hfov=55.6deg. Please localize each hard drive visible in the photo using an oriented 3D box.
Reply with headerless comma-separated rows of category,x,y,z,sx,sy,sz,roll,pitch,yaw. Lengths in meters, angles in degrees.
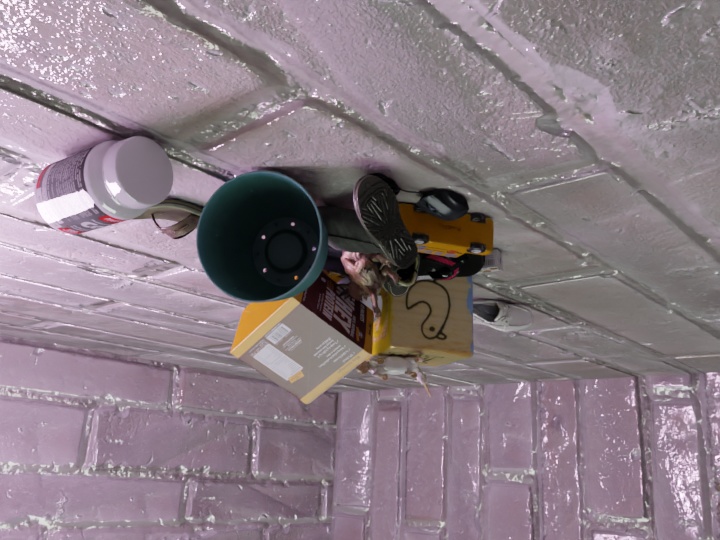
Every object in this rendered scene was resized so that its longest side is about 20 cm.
hard drive,-0.029,-0.029,1.382,0.199,0.043,0.134,15,160,-37

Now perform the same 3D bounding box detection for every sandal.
sandal,-0.311,-0.083,1.221,0.200,0.058,0.080,11,162,-26
sandal,0.155,-0.008,1.361,0.199,0.045,0.075,-6,121,34

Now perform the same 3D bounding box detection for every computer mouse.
computer mouse,0.091,-0.113,1.088,0.199,0.034,0.059,12,162,-27

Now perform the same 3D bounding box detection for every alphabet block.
alphabet block,0.128,0.109,1.563,0.198,0.197,0.196,7,162,-17

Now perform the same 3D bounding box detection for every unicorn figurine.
unicorn figurine,0.086,0.214,1.486,0.199,0.074,0.137,19,172,-4

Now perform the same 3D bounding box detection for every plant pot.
plant pot,-0.141,-0.043,1.106,0.199,0.202,0.161,0,174,10

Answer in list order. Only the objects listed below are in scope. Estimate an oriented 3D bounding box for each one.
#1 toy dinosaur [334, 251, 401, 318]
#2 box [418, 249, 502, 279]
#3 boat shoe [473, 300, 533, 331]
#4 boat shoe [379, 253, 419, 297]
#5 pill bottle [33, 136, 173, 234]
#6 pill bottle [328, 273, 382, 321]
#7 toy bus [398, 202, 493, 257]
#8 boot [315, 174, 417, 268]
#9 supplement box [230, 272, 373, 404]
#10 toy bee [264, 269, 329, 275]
toy dinosaur,0.000,0.000,1.296,0.135,0.086,0.201,24,141,45
box,0.193,-0.011,1.408,0.199,0.042,0.039,-7,161,28
boat shoe,0.351,0.113,1.745,0.198,0.071,0.069,6,165,-5
boat shoe,0.080,0.004,1.336,0.071,0.066,0.201,-19,149,-13
pill bottle,-0.373,-0.123,0.994,0.199,0.115,0.114,-9,160,36
pill bottle,-0.049,0.065,1.507,0.199,0.113,0.112,8,172,46
toy bus,0.128,-0.066,1.184,0.198,0.066,0.078,8,163,-16
boot,-0.010,-0.086,1.103,0.200,0.072,0.183,29,150,53
supplement box,-0.111,0.122,1.356,0.200,0.133,0.197,38,119,-21
toy bee,-0.165,0.016,1.432,0.198,0.110,0.131,13,-173,-15
